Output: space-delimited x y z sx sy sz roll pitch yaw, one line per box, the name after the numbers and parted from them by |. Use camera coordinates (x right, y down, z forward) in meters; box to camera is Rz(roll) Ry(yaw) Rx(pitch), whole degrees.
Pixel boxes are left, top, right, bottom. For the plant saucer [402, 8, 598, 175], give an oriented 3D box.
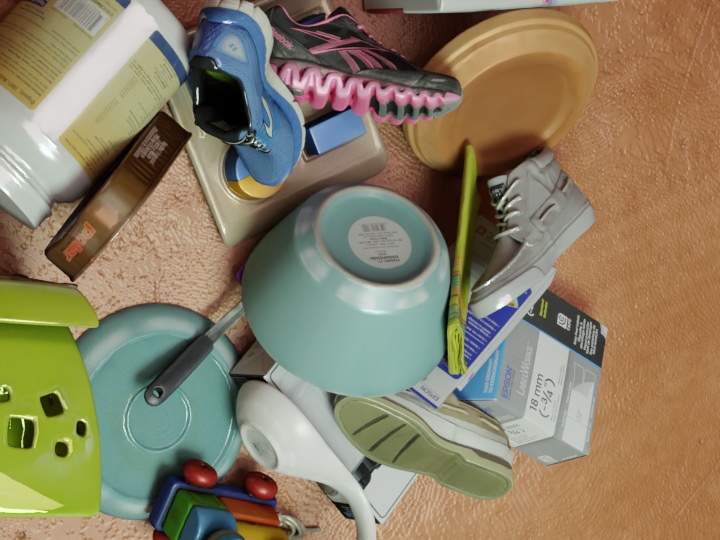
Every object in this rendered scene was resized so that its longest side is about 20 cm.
0.136 -0.157 1.565 0.198 0.038 0.201 -17 144 -12 | plant saucer

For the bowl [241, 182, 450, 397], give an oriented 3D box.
0.000 0.000 1.483 0.199 0.202 0.105 -12 147 -26 | bowl

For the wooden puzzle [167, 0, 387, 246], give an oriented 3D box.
-0.074 -0.144 1.515 0.184 0.046 0.202 -27 110 -22 | wooden puzzle

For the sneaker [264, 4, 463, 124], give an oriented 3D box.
-0.003 -0.187 1.471 0.198 0.079 0.096 9 74 -10 | sneaker

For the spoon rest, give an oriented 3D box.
-0.047 0.183 1.514 0.060 0.099 0.201 -35 98 -31 | spoon rest

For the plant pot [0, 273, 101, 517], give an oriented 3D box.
-0.321 0.092 1.341 0.198 0.199 0.184 6 90 -28 | plant pot

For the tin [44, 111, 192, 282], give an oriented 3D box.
-0.201 -0.064 1.386 0.042 0.200 0.112 37 119 -9 | tin

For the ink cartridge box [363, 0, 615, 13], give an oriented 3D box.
0.120 -0.312 1.534 0.198 0.145 0.146 -7 99 -28 | ink cartridge box

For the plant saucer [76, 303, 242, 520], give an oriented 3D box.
-0.186 0.131 1.511 0.198 0.027 0.202 -5 100 -27 | plant saucer

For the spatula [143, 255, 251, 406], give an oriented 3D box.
-0.126 0.052 1.507 0.057 0.021 0.200 47 65 -8 | spatula

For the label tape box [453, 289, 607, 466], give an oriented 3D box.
0.146 0.083 1.631 0.199 0.063 0.145 31 58 -30 | label tape box

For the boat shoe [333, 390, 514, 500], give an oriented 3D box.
0.058 0.145 1.552 0.199 0.075 0.069 31 43 -27 | boat shoe

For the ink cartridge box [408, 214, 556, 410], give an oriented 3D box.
0.092 0.042 1.574 0.094 0.037 0.200 36 60 14 | ink cartridge box

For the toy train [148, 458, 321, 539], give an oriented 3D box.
-0.084 0.246 1.518 0.199 0.116 0.085 17 103 -38 | toy train

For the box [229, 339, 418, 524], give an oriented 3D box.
-0.018 0.128 1.568 0.117 0.060 0.201 -49 118 -28 | box

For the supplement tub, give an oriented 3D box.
-0.246 -0.148 1.366 0.200 0.144 0.144 -50 117 -12 | supplement tub

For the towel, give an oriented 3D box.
0.097 -0.010 1.536 0.018 0.086 0.202 4 57 6 | towel

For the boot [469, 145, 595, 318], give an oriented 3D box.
0.140 -0.040 1.545 0.096 0.073 0.200 55 43 -7 | boot

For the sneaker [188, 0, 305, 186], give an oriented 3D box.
-0.105 -0.134 1.396 0.201 0.078 0.090 69 39 -51 | sneaker
